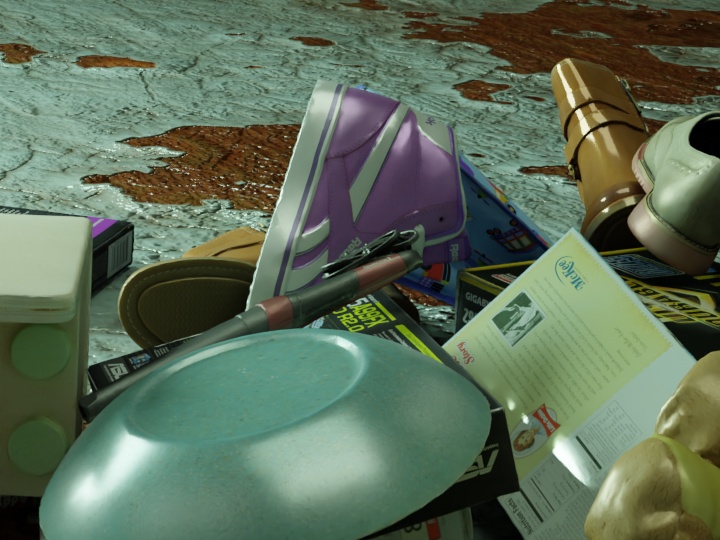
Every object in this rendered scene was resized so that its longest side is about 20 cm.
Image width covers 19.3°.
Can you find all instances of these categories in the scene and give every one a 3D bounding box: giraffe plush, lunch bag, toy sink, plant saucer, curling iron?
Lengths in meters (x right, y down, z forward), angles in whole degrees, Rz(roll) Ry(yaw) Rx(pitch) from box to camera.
[{"bbox_3d":[0.175,0.149,0.807,0.162,0.173,0.200,24,-10,27],"label":"giraffe plush"},{"bbox_3d":[0.075,-0.019,1.336,0.200,0.094,0.151,29,7,-21],"label":"lunch bag"},{"bbox_3d":[-0.200,0.043,1.037,0.130,0.112,0.200,2,11,-6],"label":"toy sink"},{"bbox_3d":[-0.045,0.065,0.913,0.201,0.039,0.201,-12,20,4],"label":"plant saucer"},{"bbox_3d":[-0.049,0.030,1.038,0.200,0.026,0.050,-29,4,-29],"label":"curling iron"}]

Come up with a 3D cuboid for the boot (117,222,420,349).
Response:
[{"bbox_3d":[-0.078,0.006,1.299,0.200,0.077,0.155,-3,19,-29],"label":"boot"}]

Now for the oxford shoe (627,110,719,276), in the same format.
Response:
[{"bbox_3d":[0.207,-0.060,1.258,0.071,0.074,0.200,31,22,-5],"label":"oxford shoe"}]

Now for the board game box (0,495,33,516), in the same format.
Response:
[{"bbox_3d":[-0.271,0.096,1.067,0.200,0.019,0.103,16,19,35],"label":"board game box"}]

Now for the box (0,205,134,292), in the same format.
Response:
[{"bbox_3d":[-0.267,-0.013,1.406,0.200,0.036,0.143,8,16,12],"label":"box"}]

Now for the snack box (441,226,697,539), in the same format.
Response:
[{"bbox_3d":[0.108,0.068,1.035,0.037,0.116,0.200,45,6,-31],"label":"snack box"}]

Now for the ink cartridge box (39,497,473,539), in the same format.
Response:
[{"bbox_3d":[-0.056,0.112,1.050,0.200,0.050,0.162,-16,19,-3],"label":"ink cartridge box"}]

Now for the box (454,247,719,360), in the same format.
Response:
[{"bbox_3d":[0.172,0.037,1.166,0.159,0.049,0.200,-4,17,-32],"label":"box"}]

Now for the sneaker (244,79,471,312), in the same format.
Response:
[{"bbox_3d":[0.000,0.000,1.185,0.114,0.201,0.073,18,-9,-1],"label":"sneaker"}]

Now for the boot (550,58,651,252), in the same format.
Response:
[{"bbox_3d":[0.161,-0.071,1.388,0.074,0.155,0.200,-19,-15,8],"label":"boot"}]

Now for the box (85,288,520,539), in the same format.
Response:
[{"bbox_3d":[-0.034,0.074,1.006,0.160,0.044,0.200,-16,20,-13],"label":"box"}]
